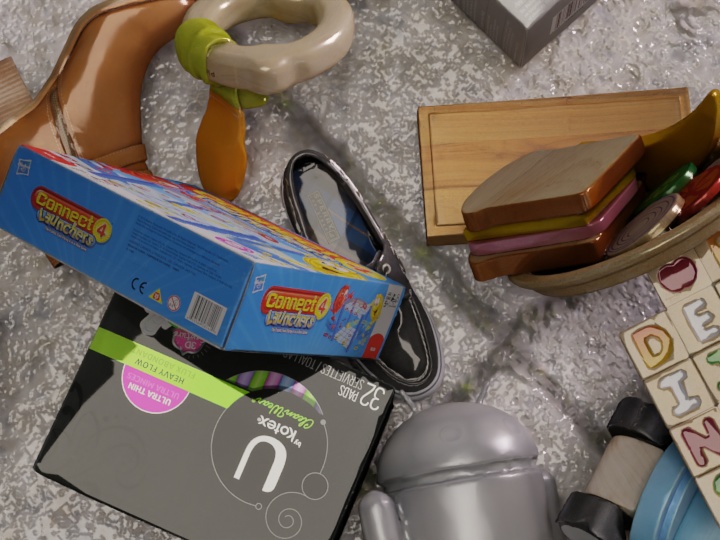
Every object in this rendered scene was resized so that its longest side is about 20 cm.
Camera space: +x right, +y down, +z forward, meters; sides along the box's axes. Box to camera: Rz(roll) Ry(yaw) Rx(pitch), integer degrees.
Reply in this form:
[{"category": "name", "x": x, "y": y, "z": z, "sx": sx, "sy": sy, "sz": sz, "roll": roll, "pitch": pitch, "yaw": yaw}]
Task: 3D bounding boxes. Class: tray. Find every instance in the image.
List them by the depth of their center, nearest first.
[{"category": "tray", "x": 0.144, "y": -0.076, "z": 1.063, "sx": 0.198, "sy": 0.037, "sz": 0.099, "roll": -4, "pitch": 79, "yaw": 0}]

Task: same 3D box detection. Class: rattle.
[{"category": "rattle", "x": -0.042, "y": -0.158, "z": 1.083, "sx": 0.129, "sy": 0.144, "sz": 0.200, "roll": 1, "pitch": 34, "yaw": 33}]

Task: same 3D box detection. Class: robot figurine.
[{"category": "robot figurine", "x": 0.072, "y": 0.176, "z": 0.977, "sx": 0.169, "sy": 0.113, "sz": 0.202, "roll": 1, "pitch": 76, "yaw": -39}]

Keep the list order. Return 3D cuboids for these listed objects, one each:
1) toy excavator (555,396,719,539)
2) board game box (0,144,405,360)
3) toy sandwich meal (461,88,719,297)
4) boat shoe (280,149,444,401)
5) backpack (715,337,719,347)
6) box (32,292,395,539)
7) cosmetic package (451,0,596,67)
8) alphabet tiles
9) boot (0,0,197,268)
[{"category": "toy excavator", "x": 0.247, "y": 0.197, "z": 0.958, "sx": 0.199, "sy": 0.195, "sz": 0.100, "roll": 22, "pitch": 65, "yaw": 30}, {"category": "board game box", "x": -0.101, "y": -0.009, "z": 0.946, "sx": 0.199, "sy": 0.195, "sz": 0.056, "roll": 26, "pitch": 98, "yaw": 27}, {"category": "toy sandwich meal", "x": 0.165, "y": -0.053, "z": 0.951, "sx": 0.204, "sy": 0.205, "sz": 0.071, "roll": -30, "pitch": 103, "yaw": -4}, {"category": "boat shoe", "x": 0.000, "y": 0.000, "z": 1.037, "sx": 0.070, "sy": 0.066, "sz": 0.201, "roll": -24, "pitch": 79, "yaw": -3}, {"category": "backpack", "x": 0.308, "y": 0.092, "z": 0.961, "sx": 0.162, "sy": 0.168, "sz": 0.200, "roll": -40, "pitch": 82, "yaw": 6}, {"category": "box", "x": -0.093, "y": 0.112, "z": 0.990, "sx": 0.199, "sy": 0.124, "sz": 0.149, "roll": 22, "pitch": 80, "yaw": 5}, {"category": "cosmetic package", "x": 0.088, "y": -0.264, "z": 1.078, "sx": 0.107, "sy": 0.090, "sz": 0.200, "roll": -41, "pitch": 78, "yaw": -6}, {"category": "alphabet tiles", "x": 0.261, "y": 0.059, "z": 0.882, "sx": 0.166, "sy": 0.006, "sz": 0.201, "roll": -28, "pitch": 76, "yaw": 7}, {"category": "boot", "x": -0.179, "y": -0.106, "z": 1.068, "sx": 0.199, "sy": 0.074, "sz": 0.155, "roll": -29, "pitch": 85, "yaw": -1}]
